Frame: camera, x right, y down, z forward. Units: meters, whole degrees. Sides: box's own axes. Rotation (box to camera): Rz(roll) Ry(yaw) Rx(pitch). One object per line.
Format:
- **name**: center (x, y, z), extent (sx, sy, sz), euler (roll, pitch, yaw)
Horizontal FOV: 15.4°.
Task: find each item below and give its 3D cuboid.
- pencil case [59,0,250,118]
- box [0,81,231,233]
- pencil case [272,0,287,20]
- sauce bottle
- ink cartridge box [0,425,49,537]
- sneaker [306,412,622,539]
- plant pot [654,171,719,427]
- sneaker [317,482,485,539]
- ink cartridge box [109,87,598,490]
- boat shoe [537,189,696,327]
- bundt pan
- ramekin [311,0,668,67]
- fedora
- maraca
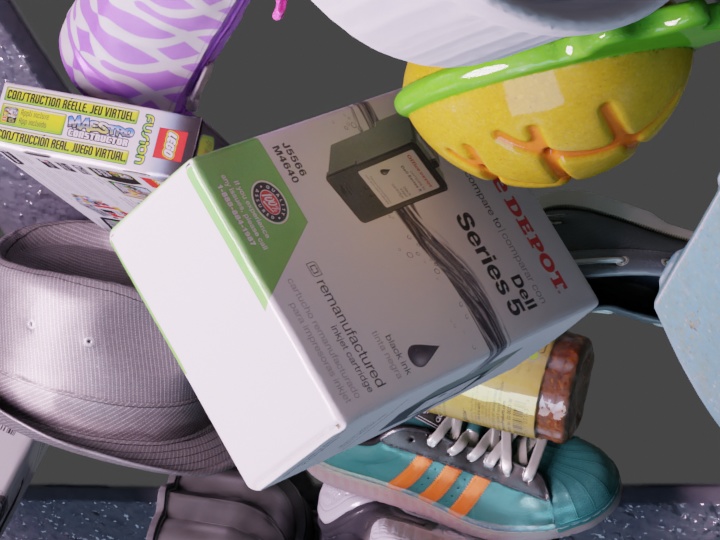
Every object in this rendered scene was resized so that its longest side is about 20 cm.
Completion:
- **pencil case**: center (-0.082, -0.147, 1.302), extent (0.086, 0.084, 0.200), euler (53, 144, 11)
- **box**: center (-0.108, -0.046, 1.403), extent (0.109, 0.035, 0.200), euler (11, 170, 16)
- **pencil case**: center (-0.060, -0.216, 1.167), extent (0.088, 0.088, 0.200), euler (-30, 96, 47)
- **sauce bottle**: center (0.029, 0.044, 1.486), extent (0.199, 0.066, 0.066), euler (14, 141, 12)
- **ink cartridge box**: center (-0.281, 0.120, 1.632), extent (0.144, 0.201, 0.084), euler (23, 142, 2)
- **sneaker**: center (0.051, 0.099, 1.533), extent (0.199, 0.072, 0.080), euler (10, 143, 19)
- **plant pot**: center (0.254, 0.000, 1.221), extent (0.199, 0.197, 0.196), euler (31, 143, 7)
- **sneaker**: center (0.020, 0.198, 1.568), extent (0.075, 0.115, 0.200), euler (10, -171, -21)
- **ink cartridge box**: center (0.000, 0.000, 1.304), extent (0.084, 0.200, 0.146), euler (-39, 79, 44)
- **boat shoe**: center (0.176, 0.017, 1.376), extent (0.199, 0.062, 0.073), euler (17, 142, 10)
- **bundt pan**: center (-0.071, 0.212, 1.640), extent (0.075, 0.203, 0.202), euler (-1, 137, 15)
- **ramekin**: center (0.045, -0.182, 1.109), extent (0.200, 0.201, 0.098), euler (40, 147, -19)
- **fedora**: center (-0.143, 0.031, 1.517), extent (0.199, 0.177, 0.091), euler (20, 114, 15)
- **maraca**: center (0.101, -0.098, 1.232), extent (0.199, 0.137, 0.108), euler (-15, 89, 49)
